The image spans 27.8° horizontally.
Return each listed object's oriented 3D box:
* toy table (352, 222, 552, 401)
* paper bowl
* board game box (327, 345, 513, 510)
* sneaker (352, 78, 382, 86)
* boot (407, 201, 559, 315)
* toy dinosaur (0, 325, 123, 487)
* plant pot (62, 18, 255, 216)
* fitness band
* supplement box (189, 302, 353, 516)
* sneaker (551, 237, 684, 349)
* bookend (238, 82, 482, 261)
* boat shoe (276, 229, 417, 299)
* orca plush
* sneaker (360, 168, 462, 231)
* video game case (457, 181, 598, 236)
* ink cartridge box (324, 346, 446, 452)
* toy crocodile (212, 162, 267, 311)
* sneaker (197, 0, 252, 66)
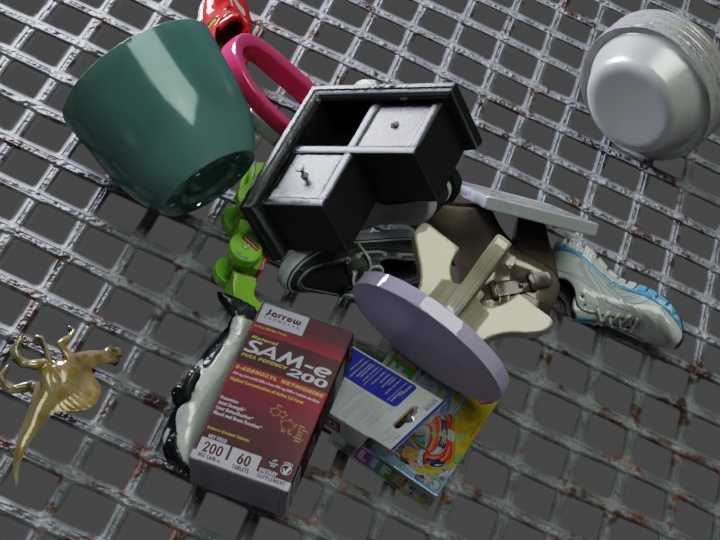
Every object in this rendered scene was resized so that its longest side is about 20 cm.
[{"bbox_3d":[0.105,0.040,1.610,0.200,0.184,0.117,42,65,-1],"label":"toy table"},{"bbox_3d":[0.388,-0.242,1.963,0.201,0.201,0.104,42,52,14],"label":"paper bowl"},{"bbox_3d":[0.070,0.156,1.632,0.134,0.034,0.200,33,49,6],"label":"board game box"},{"bbox_3d":[0.019,-0.163,1.832,0.088,0.077,0.200,-5,46,-42],"label":"sneaker"},{"bbox_3d":[0.143,-0.001,1.768,0.199,0.070,0.147,6,64,8],"label":"boot"},{"bbox_3d":[-0.320,0.117,1.493,0.101,0.058,0.200,34,49,5],"label":"toy dinosaur"},{"bbox_3d":[-0.215,-0.162,1.672,0.200,0.201,0.161,-25,74,-35],"label":"plant pot"},{"bbox_3d":[-0.095,-0.209,1.792,0.200,0.037,0.144,39,32,-33],"label":"fitness band"},{"bbox_3d":[-0.089,0.140,1.498,0.108,0.061,0.201,18,55,7],"label":"supplement box"},{"bbox_3d":[0.302,0.048,1.795,0.200,0.075,0.087,33,54,17],"label":"sneaker"},{"bbox_3d":[0.001,-0.109,1.629,0.198,0.092,0.200,4,51,34],"label":"bookend"},{"bbox_3d":[-0.001,0.002,1.701,0.199,0.074,0.068,-6,40,-36],"label":"boat shoe"},{"bbox_3d":[-0.175,0.117,1.540,0.071,0.105,0.201,1,70,29],"label":"orca plush"},{"bbox_3d":[0.033,-0.095,1.756,0.199,0.073,0.112,6,24,38],"label":"sneaker"},{"bbox_3d":[0.195,-0.079,1.794,0.143,0.018,0.200,13,7,-12],"label":"video game case"},{"bbox_3d":[-0.014,0.130,1.577,0.200,0.037,0.095,28,48,29],"label":"ink cartridge box"},{"bbox_3d":[-0.128,-0.038,1.687,0.062,0.068,0.201,18,51,-17],"label":"toy crocodile"},{"bbox_3d":[-0.165,-0.306,1.874,0.077,0.085,0.201,8,51,-17],"label":"sneaker"}]
